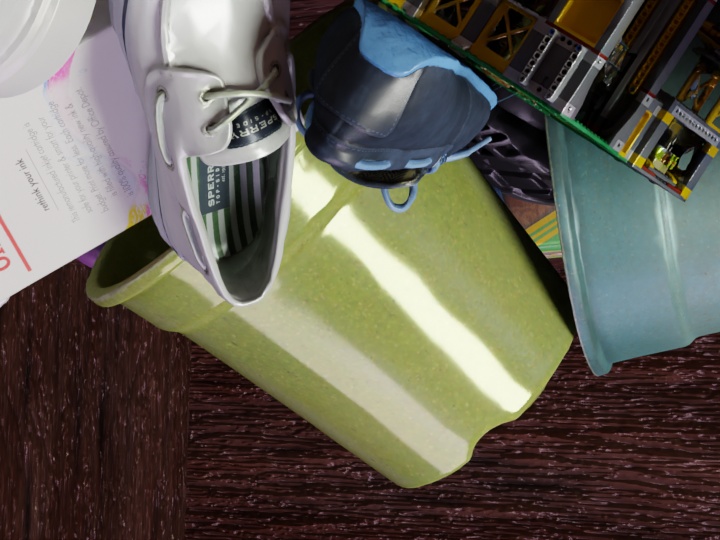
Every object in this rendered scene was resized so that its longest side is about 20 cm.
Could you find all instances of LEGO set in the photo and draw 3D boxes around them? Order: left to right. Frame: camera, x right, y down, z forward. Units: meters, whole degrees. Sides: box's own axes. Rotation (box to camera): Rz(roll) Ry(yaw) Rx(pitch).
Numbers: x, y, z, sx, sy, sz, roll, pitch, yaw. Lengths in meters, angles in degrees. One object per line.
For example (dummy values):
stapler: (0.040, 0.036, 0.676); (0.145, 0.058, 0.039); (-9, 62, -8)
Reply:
LEGO set: (0.101, -0.120, 0.984); (0.154, 0.116, 0.200); (37, -174, 40)

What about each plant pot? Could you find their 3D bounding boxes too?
plant pot: (0.000, 0.000, 1.150); (0.184, 0.201, 0.200); (44, 163, -15)
plant pot: (0.201, -0.057, 1.166); (0.195, 0.201, 0.200); (-6, 175, 11)

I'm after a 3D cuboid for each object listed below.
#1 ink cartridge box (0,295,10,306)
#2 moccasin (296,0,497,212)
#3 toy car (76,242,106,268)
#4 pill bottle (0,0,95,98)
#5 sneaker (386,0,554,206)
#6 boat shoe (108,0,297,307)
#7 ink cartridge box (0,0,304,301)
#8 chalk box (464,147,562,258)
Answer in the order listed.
ink cartridge box: (-0.257, -0.056, 1.078); (0.200, 0.145, 0.084); (26, 132, -28)
moccasin: (0.004, -0.070, 0.972); (0.080, 0.068, 0.200); (34, -175, 12)
toy car: (-0.130, -0.071, 1.303); (0.174, 0.151, 0.200); (3, 176, -6)
pill bottle: (-0.191, -0.119, 0.824); (0.116, 0.117, 0.200); (0, 175, 33)
sneaker: (0.065, -0.109, 1.256); (0.075, 0.080, 0.200); (9, 160, 36)
boat shoe: (-0.050, -0.070, 0.926); (0.073, 0.067, 0.200); (-24, 141, -16)
ink cartridge box: (-0.134, -0.065, 0.978); (0.200, 0.067, 0.117); (-30, 144, -8)
chalk box: (0.041, -0.063, 1.384); (0.199, 0.125, 0.124); (-6, 177, -5)
